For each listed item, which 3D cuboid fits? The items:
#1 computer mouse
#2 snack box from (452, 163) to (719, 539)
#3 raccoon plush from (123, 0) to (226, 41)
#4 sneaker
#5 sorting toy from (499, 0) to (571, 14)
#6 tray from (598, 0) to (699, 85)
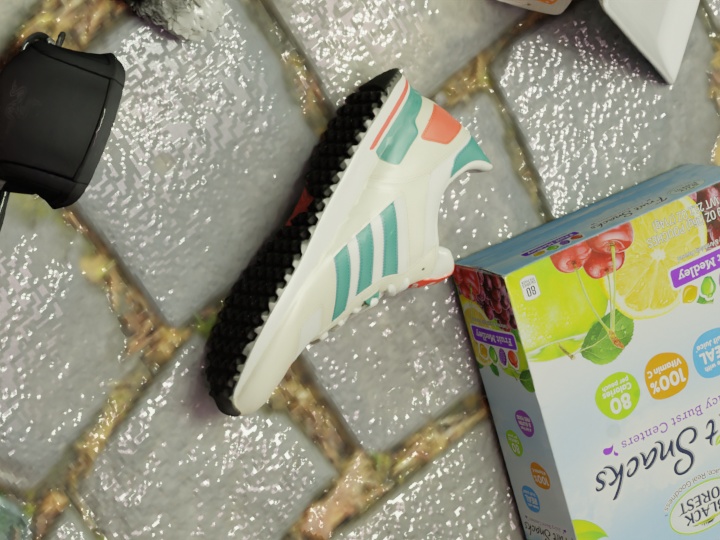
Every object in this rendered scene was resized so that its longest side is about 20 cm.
[{"bbox_3d":[-0.165,-0.045,1.102,0.046,0.200,0.141,21,93,-19],"label":"computer mouse"},{"bbox_3d":[0.158,0.063,1.336,0.168,0.068,0.201,-23,107,-23],"label":"snack box"},{"bbox_3d":[-0.106,-0.199,1.141,0.200,0.134,0.097,38,78,-24],"label":"raccoon plush"},{"bbox_3d":[0.000,0.000,1.249,0.093,0.070,0.201,32,78,-19],"label":"sneaker"},{"bbox_3d":[0.049,-0.253,1.249,0.179,0.107,0.201,12,90,-7],"label":"sorting toy"},{"bbox_3d":[0.155,-0.169,1.273,0.022,0.200,0.108,15,87,18],"label":"tray"}]
